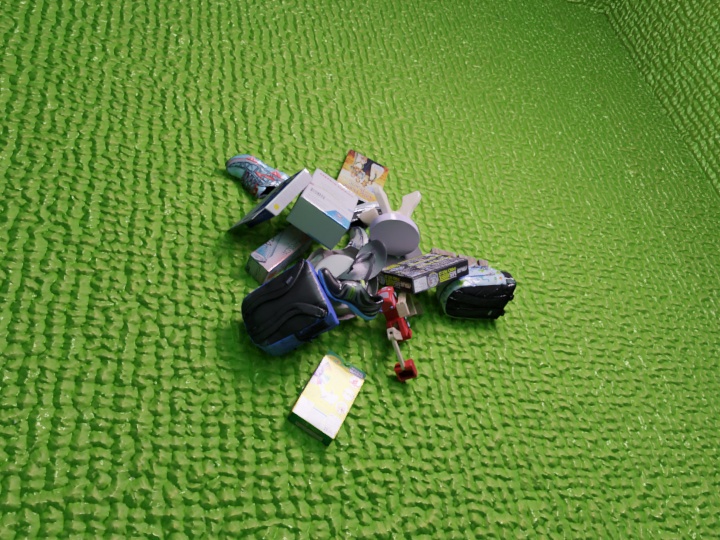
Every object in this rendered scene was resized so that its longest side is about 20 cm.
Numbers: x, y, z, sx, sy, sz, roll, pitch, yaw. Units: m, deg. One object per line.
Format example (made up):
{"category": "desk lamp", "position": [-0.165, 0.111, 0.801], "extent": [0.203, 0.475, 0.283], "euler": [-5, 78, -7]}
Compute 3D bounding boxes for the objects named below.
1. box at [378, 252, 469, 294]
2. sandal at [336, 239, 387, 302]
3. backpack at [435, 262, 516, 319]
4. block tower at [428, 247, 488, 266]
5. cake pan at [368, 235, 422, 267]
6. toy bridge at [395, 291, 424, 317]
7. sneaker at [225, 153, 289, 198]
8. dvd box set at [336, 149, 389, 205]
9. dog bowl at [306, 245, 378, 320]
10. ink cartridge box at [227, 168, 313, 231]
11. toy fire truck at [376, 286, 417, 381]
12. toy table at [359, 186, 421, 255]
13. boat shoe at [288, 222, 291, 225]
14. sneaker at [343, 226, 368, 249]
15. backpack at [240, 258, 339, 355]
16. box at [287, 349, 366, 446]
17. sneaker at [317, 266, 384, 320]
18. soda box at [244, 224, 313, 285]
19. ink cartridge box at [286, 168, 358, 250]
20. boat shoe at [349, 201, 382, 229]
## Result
{"category": "box", "position": [0.166, 0.004, 1.703], "extent": [0.197, 0.159, 0.045], "euler": [-18, 107, -32]}
{"category": "sandal", "position": [0.000, 0.001, 1.604], "extent": [0.076, 0.043, 0.200], "euler": [40, 68, 6]}
{"category": "backpack", "position": [0.307, 0.062, 1.789], "extent": [0.196, 0.165, 0.155], "euler": [-12, 51, -26]}
{"category": "block tower", "position": [0.282, -0.013, 1.891], "extent": [0.196, 0.058, 0.055], "euler": [11, 49, -18]}
{"category": "cake pan", "position": [0.098, -0.040, 1.829], "extent": [0.196, 0.037, 0.203], "euler": [15, 49, -17]}
{"category": "toy bridge", "position": [0.125, 0.085, 1.666], "extent": [0.069, 0.027, 0.200], "euler": [71, 16, 7]}
{"category": "sneaker", "position": [-0.283, -0.249, 1.770], "extent": [0.196, 0.080, 0.097], "euler": [21, 49, -11]}
{"category": "dvd box set", "position": [0.002, -0.277, 1.974], "extent": [0.144, 0.030, 0.202], "euler": [26, 46, -7]}
{"category": "dog bowl", "position": [-0.056, 0.035, 1.635], "extent": [0.195, 0.059, 0.205], "euler": [3, 70, -9]}
{"category": "ink cartridge box", "position": [-0.230, -0.164, 1.635], "extent": [0.047, 0.197, 0.201], "euler": [48, 66, -16]}
{"category": "toy fire truck", "position": [0.089, 0.157, 1.603], "extent": [0.142, 0.048, 0.203], "euler": [-72, 141, -64]}
{"category": "toy table", "position": [0.088, -0.136, 1.750], "extent": [0.180, 0.201, 0.119], "euler": [-14, 60, 7]}
{"category": "boat shoe", "position": [-0.121, -0.168, 1.801], "extent": [0.064, 0.071, 0.200], "euler": [40, 56, 1]}
{"category": "sneaker", "position": [-0.024, -0.042, 1.744], "extent": [0.083, 0.078, 0.203], "euler": [8, 50, -16]}
{"category": "backpack", "position": [-0.163, 0.108, 1.488], "extent": [0.197, 0.168, 0.164], "euler": [-28, 61, 1]}
{"category": "box", "position": [-0.073, 0.286, 1.474], "extent": [0.116, 0.049, 0.201], "euler": [33, 49, 1]}
{"category": "sneaker", "position": [-0.023, 0.042, 1.528], "extent": [0.198, 0.083, 0.071], "euler": [34, 19, -28]}
{"category": "soda box", "position": [-0.206, -0.049, 1.661], "extent": [0.068, 0.064, 0.200], "euler": [40, 46, 8]}
{"category": "ink cartridge box", "position": [-0.095, -0.163, 1.672], "extent": [0.143, 0.085, 0.201], "euler": [34, 30, -10]}
{"category": "boat shoe", "position": [-0.001, -0.147, 1.852], "extent": [0.196, 0.072, 0.072], "euler": [-13, 69, -23]}
